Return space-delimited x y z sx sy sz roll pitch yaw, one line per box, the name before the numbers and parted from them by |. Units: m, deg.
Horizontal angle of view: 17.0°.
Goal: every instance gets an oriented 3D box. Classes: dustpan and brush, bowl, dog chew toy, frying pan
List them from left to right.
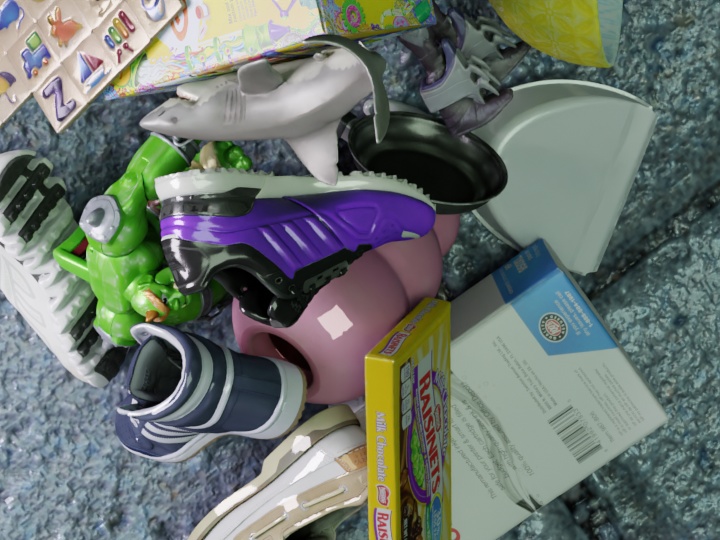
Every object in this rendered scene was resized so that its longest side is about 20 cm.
dog chew toy | 0.000 0.000 1.671 0.125 0.124 0.200 55 54 -18
frying pan | 0.009 -0.083 1.656 0.190 0.115 0.031 15 122 -2
dustpan and brush | 0.098 -0.087 1.734 0.200 0.057 0.140 14 105 -25
bowl | 0.120 -0.237 1.650 0.108 0.200 0.200 0 102 12

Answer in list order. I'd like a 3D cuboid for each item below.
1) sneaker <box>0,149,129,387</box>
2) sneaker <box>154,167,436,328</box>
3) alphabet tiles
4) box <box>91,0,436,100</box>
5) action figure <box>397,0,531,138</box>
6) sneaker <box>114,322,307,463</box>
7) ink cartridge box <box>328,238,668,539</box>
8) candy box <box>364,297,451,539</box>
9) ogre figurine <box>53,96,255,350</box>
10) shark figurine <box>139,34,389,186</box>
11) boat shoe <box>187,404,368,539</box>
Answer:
sneaker | -0.220 -0.003 1.650 0.075 0.081 0.200 -53 133 -35
sneaker | -0.041 -0.011 1.555 0.200 0.070 0.100 1 81 -30
alphabet tiles | -0.218 -0.175 1.562 0.200 0.008 0.167 -41 74 30
box | -0.080 -0.229 1.538 0.122 0.193 0.200 -14 93 -53
action figure | 0.027 -0.188 1.653 0.069 0.130 0.200 -36 116 27
sneaker | -0.135 0.082 1.618 0.108 0.200 0.070 16 72 -35
ink cartridge box | 0.095 0.097 1.729 0.200 0.084 0.145 -35 108 6
candy box | 0.034 0.129 1.631 0.026 0.102 0.200 8 115 20
ogre figurine | -0.135 -0.020 1.613 0.098 0.200 0.120 45 62 8
shark figurine | -0.023 -0.096 1.481 0.128 0.214 0.090 -15 94 -39
boat shoe | -0.056 0.180 1.682 0.075 0.068 0.200 -13 151 -49
